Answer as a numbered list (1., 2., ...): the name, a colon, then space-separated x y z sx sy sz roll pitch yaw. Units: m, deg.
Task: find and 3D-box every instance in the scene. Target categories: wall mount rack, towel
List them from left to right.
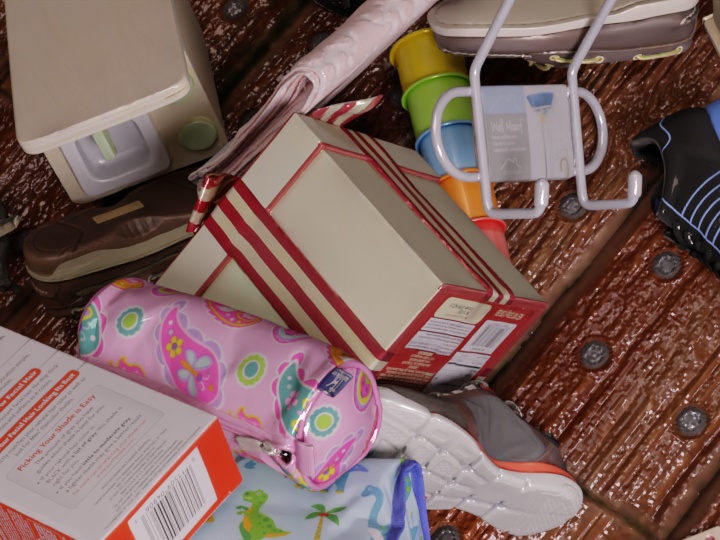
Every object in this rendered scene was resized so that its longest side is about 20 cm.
1. towel: -0.021 -0.142 1.305 0.032 0.191 0.200 47 51 -4
2. wall mount rack: 0.133 -0.125 1.267 0.074 0.200 0.175 -3 93 42

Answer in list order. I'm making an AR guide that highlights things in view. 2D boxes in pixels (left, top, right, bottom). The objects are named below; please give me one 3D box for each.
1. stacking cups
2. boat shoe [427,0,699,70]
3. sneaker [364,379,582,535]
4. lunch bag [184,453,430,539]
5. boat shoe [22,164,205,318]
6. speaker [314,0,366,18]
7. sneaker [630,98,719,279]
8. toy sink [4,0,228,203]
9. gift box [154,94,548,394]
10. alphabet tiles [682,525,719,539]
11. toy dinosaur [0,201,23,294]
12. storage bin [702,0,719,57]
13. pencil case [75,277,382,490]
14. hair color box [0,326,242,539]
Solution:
1. stacking cups: 0.069 -0.077 1.357 0.060 0.061 0.201 -15 68 7
2. boat shoe: 0.149 -0.177 1.354 0.199 0.060 0.072 -9 40 -4
3. sneaker: 0.061 0.108 1.209 0.077 0.200 0.082 -34 45 28
4. lunch bag: -0.041 0.212 1.172 0.169 0.201 0.128 3 39 14
5. boat shoe: -0.148 -0.020 1.375 0.201 0.075 0.075 -17 35 -15
6. speaker: 0.024 -0.295 1.450 0.081 0.081 0.201 24 74 23
7. sneaker: 0.249 -0.026 1.279 0.078 0.070 0.201 -20 56 7
8. toy sink: -0.180 -0.135 1.383 0.130 0.112 0.200 -21 42 3
9. gift box: 0.000 0.000 1.246 0.200 0.184 0.187 -48 64 12
10. alphabet tiles: 0.222 0.270 1.179 0.166 0.006 0.201 -22 63 3
11. toy dinosaur: -0.283 -0.031 1.390 0.047 0.089 0.200 -6 23 -20
12. storage bin: 0.368 -0.160 1.294 0.199 0.094 0.199 -23 63 3
13. pencil case: -0.083 0.068 1.136 0.199 0.087 0.088 20 71 33
14. hair color box: -0.184 0.113 1.116 0.199 0.064 0.111 20 52 34
